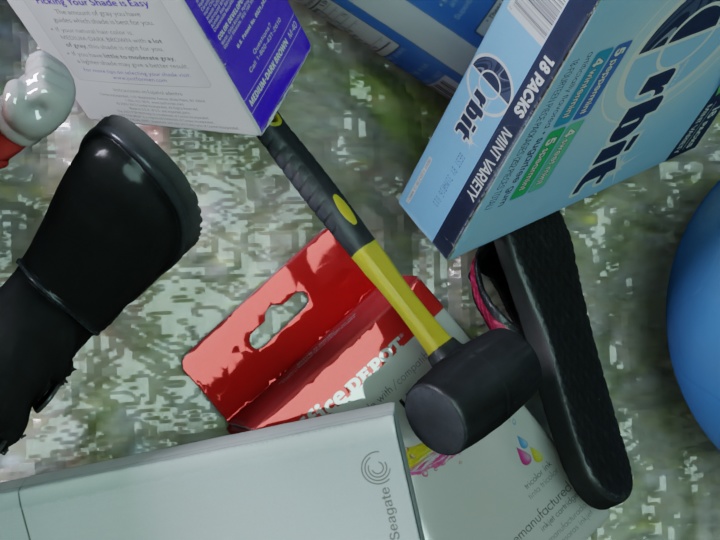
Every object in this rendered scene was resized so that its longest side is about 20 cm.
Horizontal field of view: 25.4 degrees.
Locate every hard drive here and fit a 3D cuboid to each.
[{"bbox_3d":[-0.067,0.147,0.762,0.198,0.027,0.133,-12,102,4],"label":"hard drive"}]

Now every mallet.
[{"bbox_3d":[0.000,0.000,0.753,0.200,0.041,0.066,47,50,2],"label":"mallet"}]

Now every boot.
[{"bbox_3d":[-0.161,0.039,0.694,0.066,0.165,0.200,41,64,5],"label":"boot"}]

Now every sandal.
[{"bbox_3d":[0.087,0.028,0.824,0.075,0.045,0.201,9,62,-54],"label":"sandal"}]

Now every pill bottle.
[{"bbox_3d":[0.011,-0.173,0.795,0.199,0.112,0.113,32,80,-14],"label":"pill bottle"}]

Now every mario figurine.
[{"bbox_3d":[-0.198,-0.071,0.685,0.123,0.200,0.106,-41,100,-14],"label":"mario figurine"}]

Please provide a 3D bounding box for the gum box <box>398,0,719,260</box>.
[{"bbox_3d":[0.128,-0.102,0.766,0.199,0.170,0.045,-23,64,-37],"label":"gum box"}]

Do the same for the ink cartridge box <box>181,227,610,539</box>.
[{"bbox_3d":[0.016,0.086,0.811,0.116,0.067,0.200,-42,99,-13],"label":"ink cartridge box"}]

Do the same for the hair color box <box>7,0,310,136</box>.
[{"bbox_3d":[-0.113,-0.151,0.706,0.065,0.109,0.200,-64,145,-27],"label":"hair color box"}]

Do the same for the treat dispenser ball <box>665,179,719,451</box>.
[{"bbox_3d":[0.257,0.023,0.814,0.199,0.201,0.203,1,88,-16],"label":"treat dispenser ball"}]
